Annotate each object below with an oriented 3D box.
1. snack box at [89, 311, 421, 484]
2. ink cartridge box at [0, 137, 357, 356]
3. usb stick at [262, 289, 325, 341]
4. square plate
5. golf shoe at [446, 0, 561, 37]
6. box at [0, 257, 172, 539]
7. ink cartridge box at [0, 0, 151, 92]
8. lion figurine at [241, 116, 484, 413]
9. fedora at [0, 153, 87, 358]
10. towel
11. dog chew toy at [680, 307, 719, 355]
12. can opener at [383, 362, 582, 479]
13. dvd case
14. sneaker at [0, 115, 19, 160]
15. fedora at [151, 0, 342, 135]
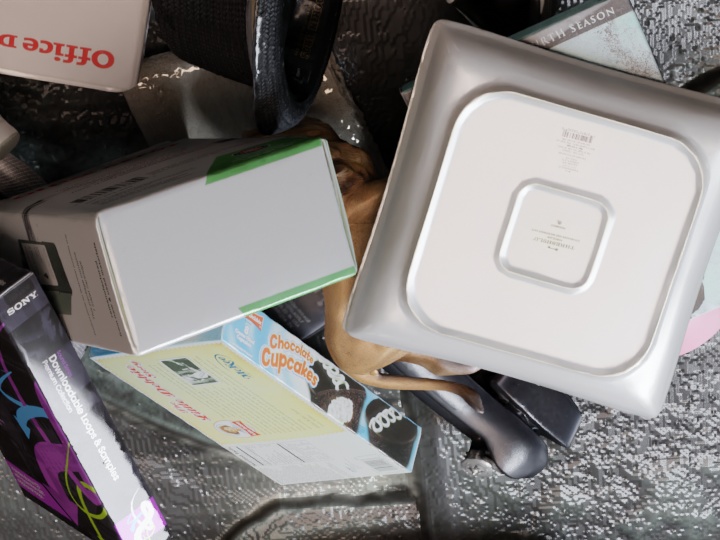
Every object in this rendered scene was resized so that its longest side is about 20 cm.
[{"bbox_3d":[-0.066,0.079,1.559,0.116,0.037,0.200,-9,147,38],"label":"snack box"},{"bbox_3d":[-0.113,-0.019,1.397,0.145,0.200,0.085,-20,101,-24],"label":"ink cartridge box"},{"bbox_3d":[0.005,-0.015,1.525,0.199,0.033,0.056,-35,106,19],"label":"usb stick"},{"bbox_3d":[0.109,-0.024,1.406,0.198,0.028,0.199,15,109,-5],"label":"square plate"},{"bbox_3d":[0.060,-0.211,1.407,0.077,0.095,0.200,-29,116,18],"label":"golf shoe"},{"bbox_3d":[-0.197,0.071,1.444,0.036,0.143,0.201,-36,121,-23],"label":"box"},{"bbox_3d":[-0.184,-0.219,1.409,0.144,0.084,0.201,10,121,-5],"label":"ink cartridge box"},{"bbox_3d":[0.000,0.000,1.467,0.122,0.072,0.202,-13,89,4],"label":"lion figurine"},{"bbox_3d":[-0.250,-0.013,1.534,0.176,0.090,0.200,-34,108,19],"label":"fedora"},{"bbox_3d":[-0.054,-0.067,1.533,0.132,0.035,0.201,-19,120,10],"label":"towel"},{"bbox_3d":[0.133,0.000,1.526,0.198,0.125,0.125,-7,122,14],"label":"dog chew toy"},{"bbox_3d":[0.057,0.074,1.608,0.199,0.079,0.063,35,161,-24],"label":"can opener"},{"bbox_3d":[0.128,-0.047,1.424,0.145,0.022,0.201,-23,106,8],"label":"dvd case"},{"bbox_3d":[-0.296,-0.055,1.437,0.200,0.070,0.081,-34,94,15],"label":"sneaker"},{"bbox_3d":[-0.067,-0.181,1.387,0.091,0.201,0.202,10,123,11],"label":"fedora"}]
